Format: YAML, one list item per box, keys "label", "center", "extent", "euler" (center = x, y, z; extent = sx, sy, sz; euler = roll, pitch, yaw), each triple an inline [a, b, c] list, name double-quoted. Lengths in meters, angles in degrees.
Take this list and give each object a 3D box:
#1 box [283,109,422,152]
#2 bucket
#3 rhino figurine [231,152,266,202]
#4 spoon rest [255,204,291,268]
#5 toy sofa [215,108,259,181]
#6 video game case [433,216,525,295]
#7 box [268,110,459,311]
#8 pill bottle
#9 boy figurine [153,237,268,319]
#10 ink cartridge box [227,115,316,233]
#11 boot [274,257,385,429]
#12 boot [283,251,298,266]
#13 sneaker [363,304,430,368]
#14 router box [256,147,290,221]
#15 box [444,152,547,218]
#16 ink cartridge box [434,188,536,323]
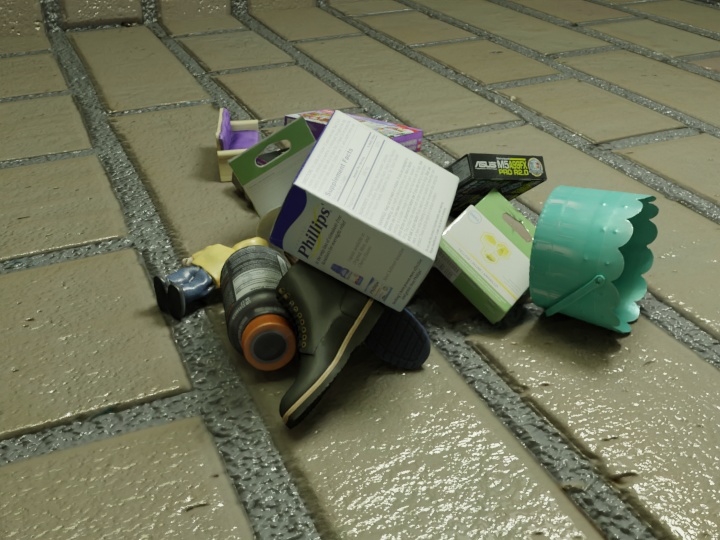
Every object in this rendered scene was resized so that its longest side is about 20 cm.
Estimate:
- label: "box"
  center: [-0.011, -0.228, 1.439]
  extent: [0.197, 0.040, 0.136]
  euler: [17, 21, 26]
- label: "bucket"
  center: [0.330, -0.020, 1.218]
  extent: [0.133, 0.211, 0.207]
  euler: [13, 30, 29]
- label: "rhino figurine"
  center: [-0.184, -0.160, 1.635]
  extent: [0.086, 0.061, 0.200]
  euler: [-26, 36, -15]
- label: "spoon rest"
  center: [-0.101, -0.086, 1.355]
  extent: [0.099, 0.202, 0.061]
  euler: [35, 29, 5]
- label: "toy sofa"
  center: [-0.253, -0.268, 1.801]
  extent: [0.081, 0.100, 0.201]
  euler: [-3, 27, -4]
- label: "video game case"
  center: [0.157, -0.039, 1.369]
  extent: [0.196, 0.024, 0.183]
  euler: [18, 25, -14]
- label: "box"
  center: [0.009, -0.080, 1.121]
  extent: [0.197, 0.106, 0.185]
  euler: [28, 42, -4]
- label: "pill bottle"
  center: [-0.136, 0.054, 1.186]
  extent: [0.104, 0.108, 0.201]
  euler: [-6, 29, -10]
- label: "boy figurine"
  center: [-0.224, 0.001, 1.333]
  extent: [0.123, 0.066, 0.199]
  euler: [21, 34, 35]
- label: "ink cartridge box"
  center: [-0.114, -0.141, 1.406]
  extent: [0.144, 0.202, 0.048]
  euler: [-31, 32, -2]
- label: "boot"
  center: [-0.075, 0.081, 1.074]
  extent: [0.137, 0.078, 0.201]
  euler: [37, 56, 2]
- label: "boot"
  center: [-0.010, -0.007, 1.278]
  extent: [0.146, 0.071, 0.200]
  euler: [-39, 57, -5]
- label: "sneaker"
  center: [0.010, 0.060, 1.171]
  extent: [0.198, 0.075, 0.082]
  euler: [32, 4, 6]
- label: "router box"
  center: [-0.084, -0.144, 1.509]
  extent: [0.197, 0.152, 0.051]
  euler: [-20, 33, -32]
- label: "box"
  center: [0.189, -0.137, 1.447]
  extent: [0.157, 0.045, 0.199]
  euler: [-3, -14, -30]
- label: "ink cartridge box"
  center: [0.207, -0.036, 1.283]
  extent: [0.145, 0.048, 0.200]
  euler: [44, 57, 7]
